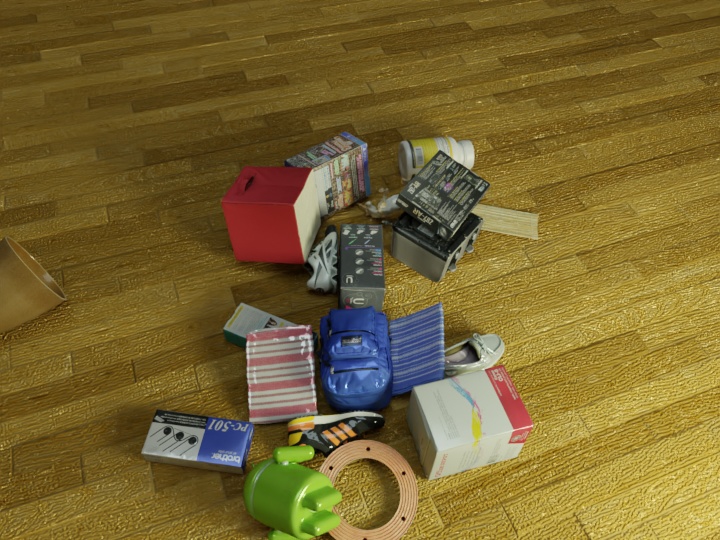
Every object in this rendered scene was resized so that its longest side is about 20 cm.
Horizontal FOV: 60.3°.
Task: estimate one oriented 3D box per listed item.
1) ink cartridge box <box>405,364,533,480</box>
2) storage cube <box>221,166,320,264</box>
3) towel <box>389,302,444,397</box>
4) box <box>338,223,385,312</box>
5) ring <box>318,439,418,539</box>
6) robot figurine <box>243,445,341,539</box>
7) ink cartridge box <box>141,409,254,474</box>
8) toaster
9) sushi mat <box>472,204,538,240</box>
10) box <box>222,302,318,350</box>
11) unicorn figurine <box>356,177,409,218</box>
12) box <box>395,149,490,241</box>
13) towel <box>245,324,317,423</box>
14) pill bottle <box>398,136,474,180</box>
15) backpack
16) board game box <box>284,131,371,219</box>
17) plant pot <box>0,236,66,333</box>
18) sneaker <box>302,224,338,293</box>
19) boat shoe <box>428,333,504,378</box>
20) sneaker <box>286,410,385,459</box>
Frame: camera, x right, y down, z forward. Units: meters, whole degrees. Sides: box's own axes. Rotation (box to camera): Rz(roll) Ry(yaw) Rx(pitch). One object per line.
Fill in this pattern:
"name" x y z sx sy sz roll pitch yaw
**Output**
"ink cartridge box" 0.207 0.301 1.227 0.199 0.146 0.145 -11 52 -13
"storage cube" -0.209 -0.135 1.508 0.179 0.201 0.171 3 39 12
"towel" 0.118 0.172 1.353 0.144 0.024 0.201 -24 43 30
"box" 0.000 0.000 1.474 0.106 0.123 0.201 1 51 -3
"ring" 0.011 0.425 1.181 0.199 0.019 0.201 3 61 -6
"robot figurine" -0.129 0.408 1.117 0.199 0.176 0.115 4 4 37
"ink cartridge box" -0.320 0.340 1.232 0.199 0.044 0.094 7 53 2
"toaster" 0.181 -0.091 1.559 0.200 0.119 0.181 32 55 21
"sushi mat" 0.381 -0.135 1.674 0.199 0.012 0.096 11 53 7
"box" -0.200 0.149 1.390 0.199 0.049 0.082 21 54 13
"unicorn figurine" 0.082 -0.180 1.606 0.199 0.137 0.074 -6 73 5
"box" 0.203 -0.187 1.513 0.160 0.044 0.200 35 57 8
"towel" -0.166 0.218 1.310 0.146 0.030 0.201 -6 72 3
"pill bottle" 0.214 -0.318 1.751 0.199 0.112 0.112 -6 52 -9
"backpack" -0.016 0.187 1.297 0.162 0.168 0.201 -8 52 7
"board game box" -0.082 -0.246 1.636 0.200 0.160 0.097 -30 46 -25
"plant pot" -0.797 0.057 1.366 0.200 0.187 0.186 -41 62 -14
"sneaker" -0.098 -0.036 1.529 0.088 0.074 0.201 3 51 -2
"boat shoe" 0.234 0.188 1.371 0.201 0.065 0.075 -17 54 -16
"sneaker" -0.047 0.335 1.246 0.199 0.070 0.090 -3 68 -7
